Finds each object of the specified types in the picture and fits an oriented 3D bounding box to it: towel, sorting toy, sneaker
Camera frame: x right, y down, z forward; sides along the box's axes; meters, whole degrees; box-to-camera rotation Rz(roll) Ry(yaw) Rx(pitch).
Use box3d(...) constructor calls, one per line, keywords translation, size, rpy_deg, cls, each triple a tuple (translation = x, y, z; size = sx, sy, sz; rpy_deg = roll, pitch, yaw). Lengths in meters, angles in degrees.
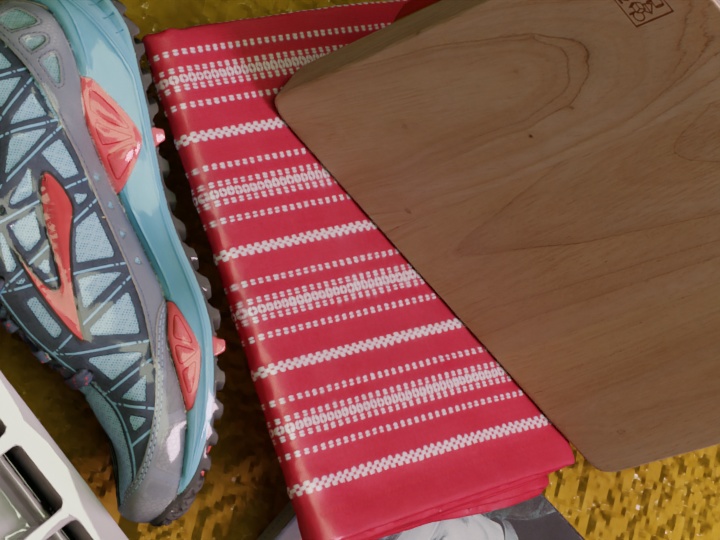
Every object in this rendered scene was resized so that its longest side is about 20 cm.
box3d(translation=(0.000, 0.000, 1.094), size=(0.145, 0.022, 0.200), rpy_deg=(-13, 82, -47), cls="towel")
box3d(translation=(0.107, -0.037, 1.048), size=(0.199, 0.200, 0.070), rpy_deg=(48, 51, -18), cls="sorting toy")
box3d(translation=(-0.113, -0.001, 1.053), size=(0.095, 0.079, 0.200), rpy_deg=(-12, 79, -22), cls="sneaker")

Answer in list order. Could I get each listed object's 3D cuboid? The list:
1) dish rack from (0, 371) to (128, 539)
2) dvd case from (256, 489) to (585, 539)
box3d(translation=(-0.191, 0.113, 1.012), size=(0.200, 0.044, 0.172), rpy_deg=(-41, 102, -24), cls="dish rack")
box3d(translation=(0.043, 0.157, 1.131), size=(0.200, 0.022, 0.146), rpy_deg=(47, 67, -14), cls="dvd case")
